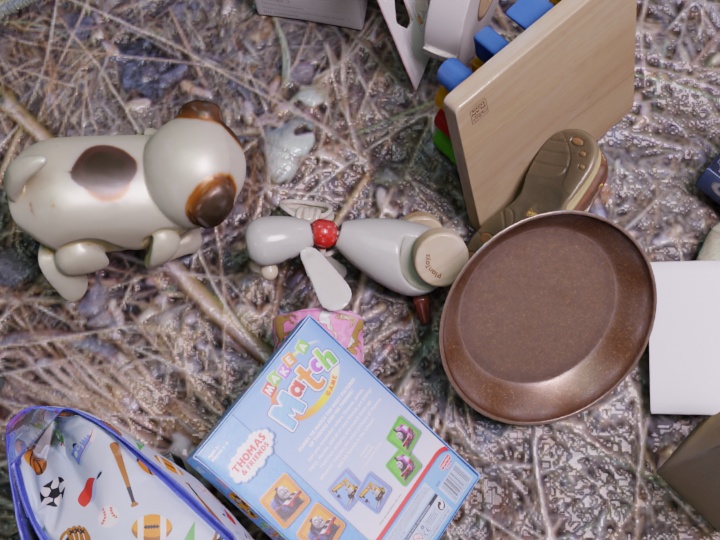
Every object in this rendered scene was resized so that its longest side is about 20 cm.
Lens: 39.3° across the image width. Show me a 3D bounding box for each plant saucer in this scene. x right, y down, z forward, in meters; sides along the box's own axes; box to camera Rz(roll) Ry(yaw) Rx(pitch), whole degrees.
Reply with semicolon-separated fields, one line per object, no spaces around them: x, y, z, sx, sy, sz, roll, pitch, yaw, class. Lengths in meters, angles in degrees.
0.158;0.038;0.874;0.197;0.037;0.204;-5;115;-12;plant saucer

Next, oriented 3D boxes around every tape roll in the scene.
0.112;-0.288;0.929;0.037;0.203;0.205;22;76;9;tape roll

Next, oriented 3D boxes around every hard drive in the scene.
0.350;0.058;0.866;0.197;0.025;0.134;-2;86;21;hard drive

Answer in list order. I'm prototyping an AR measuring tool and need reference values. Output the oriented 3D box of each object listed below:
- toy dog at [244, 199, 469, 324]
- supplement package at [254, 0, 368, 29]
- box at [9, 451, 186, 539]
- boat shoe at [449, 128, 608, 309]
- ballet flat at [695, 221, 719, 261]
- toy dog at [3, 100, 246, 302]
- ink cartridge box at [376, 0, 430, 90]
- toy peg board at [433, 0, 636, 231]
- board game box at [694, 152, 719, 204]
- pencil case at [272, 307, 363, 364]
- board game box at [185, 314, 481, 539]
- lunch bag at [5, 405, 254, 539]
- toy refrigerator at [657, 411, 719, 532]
0.000;0.000;0.909;0.196;0.132;0.098;6;104;12;toy dog
-0.046;-0.334;0.950;0.115;0.200;0.119;11;75;7;supplement package
-0.190;0.285;0.866;0.158;0.044;0.202;-26;74;-4;box
0.159;-0.030;0.918;0.201;0.067;0.072;-54;49;6;boat shoe
0.389;0.033;0.901;0.199;0.067;0.063;41;100;19;ballet flat
-0.198;-0.082;0.899;0.197;0.195;0.142;-12;61;6;toy dog
0.048;-0.298;0.933;0.044;0.200;0.178;20;75;24;ink cartridge box
0.141;-0.171;0.906;0.199;0.200;0.098;-40;60;-8;toy peg board
0.426;-0.068;0.922;0.199;0.035;0.136;40;70;13;board game box
-0.034;0.131;0.881;0.081;0.086;0.204;-8;74;20;pencil case
-0.018;0.160;0.815;0.200;0.037;0.152;44;64;-6;board game box
-0.182;0.196;0.781;0.200;0.170;0.124;42;75;12;lunch bag
0.305;0.151;0.793;0.070;0.200;0.076;-44;76;-9;toy refrigerator
